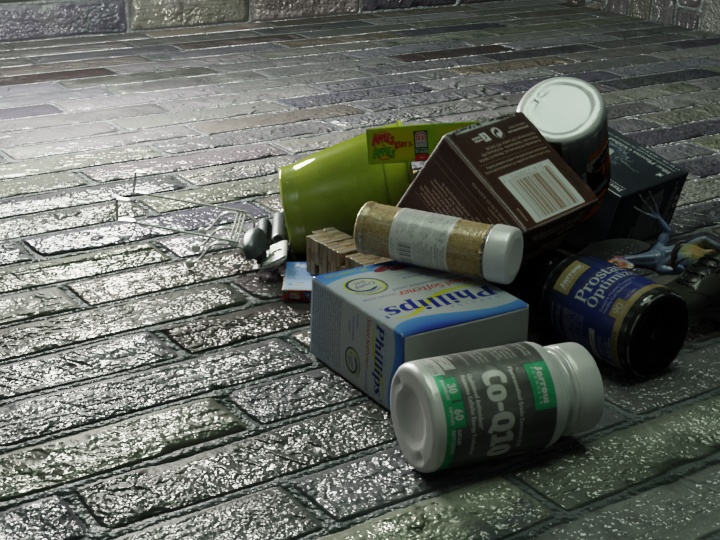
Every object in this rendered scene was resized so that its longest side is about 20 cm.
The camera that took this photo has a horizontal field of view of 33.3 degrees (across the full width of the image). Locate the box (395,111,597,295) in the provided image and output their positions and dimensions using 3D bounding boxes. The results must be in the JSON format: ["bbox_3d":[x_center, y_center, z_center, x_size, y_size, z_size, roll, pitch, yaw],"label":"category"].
[{"bbox_3d":[0.161,-0.068,1.556,0.165,0.200,0.164,-22,66,-44],"label":"box"}]

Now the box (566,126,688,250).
[{"bbox_3d":[0.366,-0.131,1.870,0.199,0.118,0.196,-20,45,-42],"label":"box"}]

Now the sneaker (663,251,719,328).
[{"bbox_3d":[0.433,0.021,1.540,0.199,0.091,0.076,-3,25,-42],"label":"sneaker"}]

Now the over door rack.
[{"bbox_3d":[-0.257,-0.067,1.756,0.199,0.067,0.148,21,20,-8],"label":"over door rack"}]

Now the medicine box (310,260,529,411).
[{"bbox_3d":[0.066,0.069,1.409,0.181,0.104,0.200,-12,24,-31],"label":"medicine box"}]

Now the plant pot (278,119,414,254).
[{"bbox_3d":[-0.017,-0.105,1.757,0.191,0.202,0.201,-10,21,0],"label":"plant pot"}]

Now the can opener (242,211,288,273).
[{"bbox_3d":[-0.132,-0.048,1.744,0.052,0.067,0.200,-20,16,6],"label":"can opener"}]

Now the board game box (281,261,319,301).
[{"bbox_3d":[-0.006,0.017,1.652,0.198,0.020,0.103,1,23,-1],"label":"board game box"}]

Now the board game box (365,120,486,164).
[{"bbox_3d":[0.105,-0.175,1.624,0.101,0.048,0.200,-1,7,35],"label":"board game box"}]

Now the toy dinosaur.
[{"bbox_3d":[0.432,-0.005,1.638,0.180,0.201,0.105,-20,28,13],"label":"toy dinosaur"}]

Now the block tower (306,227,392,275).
[{"bbox_3d":[0.000,0.000,1.597,0.054,0.058,0.200,-14,25,-34],"label":"block tower"}]

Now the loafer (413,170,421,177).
[{"bbox_3d":[0.139,-0.103,1.796,0.072,0.073,0.200,45,4,26],"label":"loafer"}]

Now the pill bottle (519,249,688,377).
[{"bbox_3d":[0.292,0.045,1.474,0.111,0.113,0.200,-13,26,-33],"label":"pill bottle"}]

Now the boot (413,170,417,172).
[{"bbox_3d":[0.147,-0.128,1.974,0.174,0.067,0.200,-12,24,-32],"label":"boot"}]

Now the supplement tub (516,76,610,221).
[{"bbox_3d":[0.284,-0.160,1.665,0.122,0.200,0.123,-7,56,10],"label":"supplement tub"}]

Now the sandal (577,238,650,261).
[{"bbox_3d":[0.322,0.005,1.690,0.199,0.045,0.075,-25,25,-22],"label":"sandal"}]

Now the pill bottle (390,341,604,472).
[{"bbox_3d":[0.140,0.134,1.230,0.199,0.114,0.113,-8,23,-23],"label":"pill bottle"}]

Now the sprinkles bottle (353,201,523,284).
[{"bbox_3d":[0.092,-0.035,1.439,0.199,0.069,0.068,12,23,25],"label":"sprinkles bottle"}]
